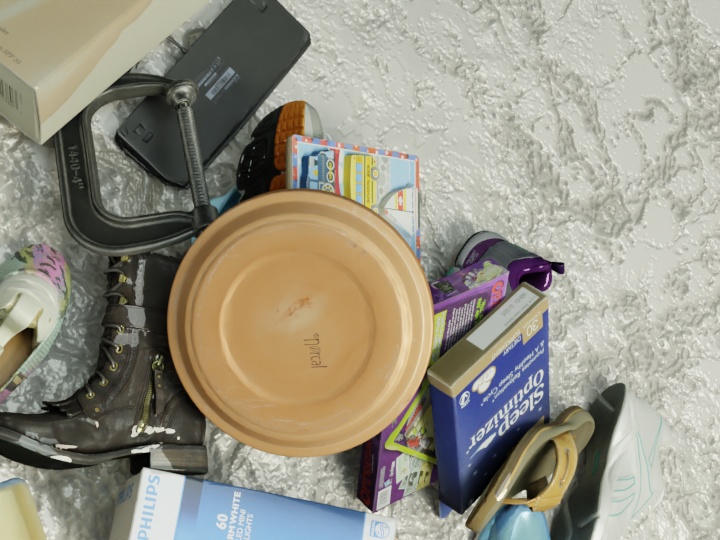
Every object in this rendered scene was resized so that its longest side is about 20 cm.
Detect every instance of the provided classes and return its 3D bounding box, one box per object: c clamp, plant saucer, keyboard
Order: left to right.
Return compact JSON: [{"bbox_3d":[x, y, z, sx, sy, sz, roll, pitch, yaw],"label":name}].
[{"bbox_3d":[-0.153,-0.081,1.277,0.170,0.027,0.201,-16,60,-7],"label":"c clamp"},{"bbox_3d":[-0.138,-0.172,1.372,0.127,0.021,0.200,44,62,-12],"label":"keyboard"},{"bbox_3d":[-0.045,0.041,1.210,0.199,0.032,0.201,1,99,4],"label":"plant saucer"}]

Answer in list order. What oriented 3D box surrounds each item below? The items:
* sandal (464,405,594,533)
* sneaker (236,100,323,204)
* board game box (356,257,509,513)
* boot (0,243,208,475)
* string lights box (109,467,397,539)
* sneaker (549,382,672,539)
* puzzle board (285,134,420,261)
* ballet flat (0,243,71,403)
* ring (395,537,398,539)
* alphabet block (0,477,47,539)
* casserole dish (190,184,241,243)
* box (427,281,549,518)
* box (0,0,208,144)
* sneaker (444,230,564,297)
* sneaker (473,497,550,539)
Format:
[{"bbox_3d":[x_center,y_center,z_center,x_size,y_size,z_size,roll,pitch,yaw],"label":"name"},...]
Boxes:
[{"bbox_3d":[0.155,0.169,1.370,0.054,0.081,0.200,38,30,19],"label":"sandal"},{"bbox_3d":[-0.045,-0.034,1.318,0.092,0.075,0.201,11,79,-46],"label":"sneaker"},{"bbox_3d":[0.057,0.094,1.317,0.120,0.201,0.032,-18,42,-31],"label":"board game box"},{"bbox_3d":[-0.189,0.064,1.241,0.199,0.069,0.175,9,77,-34],"label":"boot"},{"bbox_3d":[-0.084,0.202,1.249,0.199,0.103,0.059,13,73,-14],"label":"string lights box"},{"bbox_3d":[0.226,0.202,1.436,0.080,0.070,0.201,31,66,-20],"label":"sneaker"},{"bbox_3d":[0.000,0.000,1.297,0.150,0.017,0.201,4,83,-46],"label":"puzzle board"},{"bbox_3d":[-0.273,0.058,1.220,0.069,0.071,0.200,35,65,-7],"label":"ballet flat"},{"bbox_3d":[-0.010,0.307,1.323,0.199,0.019,0.201,6,75,-24],"label":"ring"},{"bbox_3d":[-0.302,0.268,1.091,0.196,0.195,0.201,-18,87,-26],"label":"alphabet block"},{"bbox_3d":[-0.059,0.013,1.357,0.200,0.039,0.121,34,65,-16],"label":"casserole dish"},{"bbox_3d":[0.108,0.117,1.342,0.032,0.201,0.121,32,57,30],"label":"box"},{"bbox_3d":[-0.216,-0.204,1.292,0.095,0.078,0.200,36,62,13],"label":"box"},{"bbox_3d":[0.095,0.051,1.384,0.200,0.087,0.075,-56,145,-25],"label":"sneaker"},{"bbox_3d":[0.140,0.289,1.360,0.078,0.090,0.201,12,71,-23],"label":"sneaker"}]
